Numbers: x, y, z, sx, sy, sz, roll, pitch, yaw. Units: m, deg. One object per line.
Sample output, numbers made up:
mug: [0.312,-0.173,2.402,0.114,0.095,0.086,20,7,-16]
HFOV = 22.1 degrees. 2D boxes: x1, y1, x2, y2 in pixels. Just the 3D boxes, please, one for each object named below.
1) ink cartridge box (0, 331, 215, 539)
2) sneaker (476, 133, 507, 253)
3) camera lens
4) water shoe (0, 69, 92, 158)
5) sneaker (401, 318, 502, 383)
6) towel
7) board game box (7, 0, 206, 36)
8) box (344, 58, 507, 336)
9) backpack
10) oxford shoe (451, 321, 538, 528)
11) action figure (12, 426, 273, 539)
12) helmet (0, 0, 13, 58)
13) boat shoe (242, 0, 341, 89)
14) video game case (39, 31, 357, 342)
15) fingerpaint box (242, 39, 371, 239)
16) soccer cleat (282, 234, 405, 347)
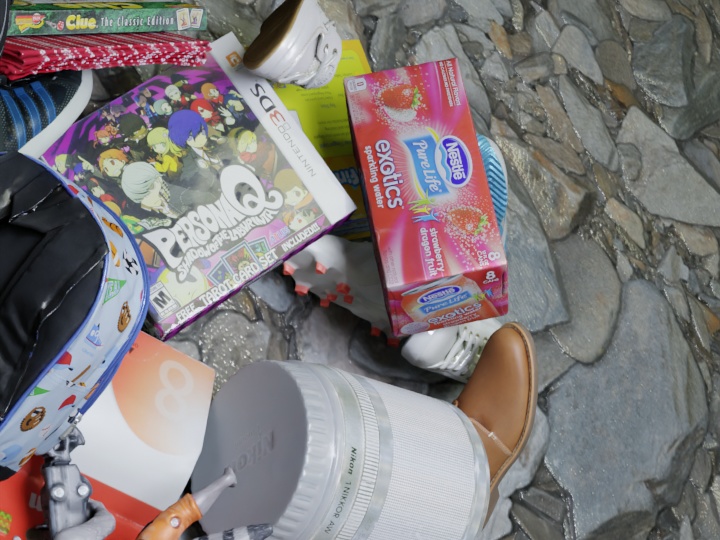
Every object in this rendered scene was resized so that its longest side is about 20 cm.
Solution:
ink cartridge box: [-0.195,0.129,1.355,0.162,0.050,0.201,30,46,-29]
sneaker: [0.097,-0.051,1.671,0.076,0.201,0.081,5,46,5]
camera lens: [-0.011,0.162,1.433,0.199,0.160,0.161,20,55,-38]
water shoe: [-0.270,-0.120,1.391,0.079,0.071,0.201,56,39,-25]
sneaker: [0.100,0.065,1.605,0.084,0.073,0.200,37,11,16]
towel: [-0.233,-0.175,1.435,0.199,0.144,0.023,-11,112,-47]
board game box: [-0.230,-0.205,1.469,0.199,0.104,0.024,-9,112,-46]
box: [0.053,-0.061,1.508,0.099,0.096,0.201,-10,63,-1]
backpack: [-0.236,0.025,1.242,0.200,0.191,0.154,46,9,18]
oxford shoe: [0.093,0.137,1.551,0.071,0.071,0.201,7,108,-37]
action figure: [-0.167,0.185,1.279,0.192,0.105,0.202,-12,84,-22]
helmet: [-0.345,-0.176,1.272,0.199,0.199,0.192,28,71,-31]
boat shoe: [-0.045,-0.182,1.509,0.069,0.071,0.200,47,16,-11]
video game case: [-0.131,-0.068,1.466,0.199,0.036,0.182,-33,84,-24]
fingerpaint box: [-0.062,-0.106,1.600,0.199,0.073,0.168,-12,76,-45]
soccer cleat: [0.000,0.000,1.592,0.200,0.069,0.078,34,63,-46]
